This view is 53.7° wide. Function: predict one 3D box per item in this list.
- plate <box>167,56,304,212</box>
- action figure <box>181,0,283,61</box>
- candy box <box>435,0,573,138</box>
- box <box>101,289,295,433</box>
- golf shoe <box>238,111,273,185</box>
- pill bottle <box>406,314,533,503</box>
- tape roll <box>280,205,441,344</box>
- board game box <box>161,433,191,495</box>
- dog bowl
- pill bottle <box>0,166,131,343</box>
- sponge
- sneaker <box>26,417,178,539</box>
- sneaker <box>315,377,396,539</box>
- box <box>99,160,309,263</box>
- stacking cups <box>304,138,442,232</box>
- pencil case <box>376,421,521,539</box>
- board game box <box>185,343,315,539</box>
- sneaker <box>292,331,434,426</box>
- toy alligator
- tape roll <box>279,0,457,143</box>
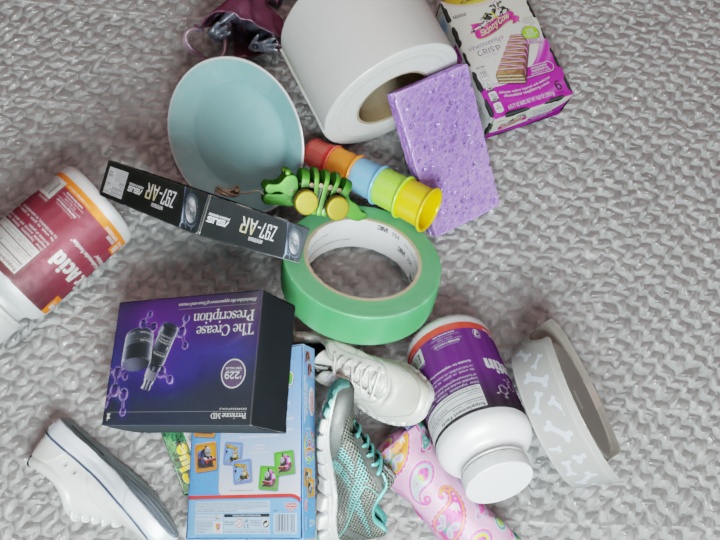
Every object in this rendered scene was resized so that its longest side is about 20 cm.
[{"bbox_3d":[-0.158,-0.171,0.912,0.198,0.202,0.026,34,30,5],"label":"plate"},{"bbox_3d":[-0.156,-0.390,1.023,0.147,0.133,0.204,-21,55,30],"label":"action figure"},{"bbox_3d":[0.206,-0.312,1.045,0.134,0.061,0.203,-19,75,-12],"label":"candy box"},{"bbox_3d":[-0.178,0.105,0.787,0.196,0.079,0.144,-6,73,24],"label":"box"},{"bbox_3d":[-0.144,-0.186,0.947,0.076,0.088,0.202,-31,80,-17],"label":"golf shoe"},{"bbox_3d":[0.127,0.157,0.821,0.110,0.114,0.202,-8,44,-9],"label":"pill bottle"},{"bbox_3d":[0.000,0.000,0.879,0.196,0.049,0.203,6,44,-6],"label":"tape roll"},{"bbox_3d":[-0.202,0.154,0.865,0.103,0.024,0.203,-21,76,-14],"label":"board game box"},{"bbox_3d":[0.242,0.160,0.840,0.058,0.199,0.203,-28,76,20],"label":"dog bowl"},{"bbox_3d":[-0.384,-0.018,0.848,0.114,0.114,0.200,42,73,7],"label":"pill bottle"},{"bbox_3d":[0.113,-0.157,0.939,0.110,0.030,0.203,-26,115,-14],"label":"sponge"},{"bbox_3d":[-0.291,0.255,0.803,0.199,0.073,0.071,37,81,15],"label":"sneaker"},{"bbox_3d":[-0.003,0.216,0.799,0.089,0.078,0.205,1,109,4],"label":"sneaker"},{"bbox_3d":[-0.181,-0.069,0.823,0.198,0.159,0.044,20,93,37],"label":"box"},{"bbox_3d":[0.013,-0.123,0.937,0.198,0.061,0.061,32,70,25],"label":"stacking cups"},{"bbox_3d":[0.099,0.268,0.836,0.087,0.088,0.201,-38,79,-17],"label":"pencil case"},{"bbox_3d":[-0.122,0.193,0.798,0.148,0.037,0.205,-8,73,22],"label":"board game box"},{"bbox_3d":[-0.007,0.122,0.826,0.197,0.081,0.077,19,85,34],"label":"sneaker"},{"bbox_3d":[-0.077,-0.102,0.864,0.196,0.059,0.055,9,105,-24],"label":"toy alligator"},{"bbox_3d":[0.011,-0.283,0.937,0.200,0.203,0.141,-26,77,-14],"label":"tape roll"}]
